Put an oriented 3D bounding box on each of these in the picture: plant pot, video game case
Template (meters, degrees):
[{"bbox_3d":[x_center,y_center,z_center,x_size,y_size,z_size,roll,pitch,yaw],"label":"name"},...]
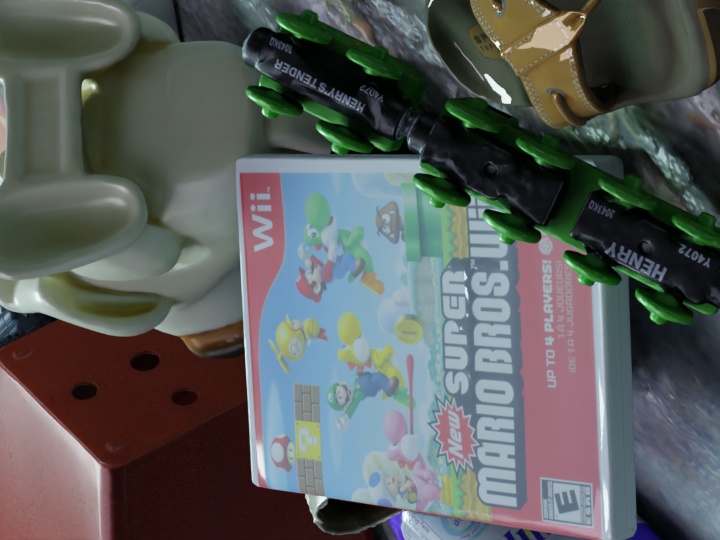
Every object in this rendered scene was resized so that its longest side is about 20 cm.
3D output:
[{"bbox_3d":[-0.120,0.120,1.349,0.200,0.199,0.177,38,143,40],"label":"plant pot"},{"bbox_3d":[0.025,0.026,0.896,0.199,0.017,0.144,3,98,45],"label":"video game case"}]

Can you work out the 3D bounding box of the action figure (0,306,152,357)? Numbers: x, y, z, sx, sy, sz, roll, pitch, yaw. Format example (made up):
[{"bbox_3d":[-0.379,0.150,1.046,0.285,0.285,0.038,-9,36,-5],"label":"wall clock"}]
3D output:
[{"bbox_3d":[-0.198,-0.009,1.416,0.194,0.104,0.200,53,-164,-16],"label":"action figure"}]

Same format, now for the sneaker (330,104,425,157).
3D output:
[{"bbox_3d":[0.000,0.000,0.988,0.076,0.087,0.200,44,158,27],"label":"sneaker"}]

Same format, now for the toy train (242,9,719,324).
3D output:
[{"bbox_3d":[0.048,-0.038,0.797,0.199,0.042,0.056,28,-166,15],"label":"toy train"}]

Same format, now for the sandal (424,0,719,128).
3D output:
[{"bbox_3d":[0.062,-0.081,0.755,0.081,0.054,0.200,58,161,-10],"label":"sandal"}]

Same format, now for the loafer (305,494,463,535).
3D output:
[{"bbox_3d":[0.041,0.070,0.958,0.200,0.075,0.069,-25,61,53],"label":"loafer"}]

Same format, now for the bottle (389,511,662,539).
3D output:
[{"bbox_3d":[0.097,0.142,1.002,0.200,0.083,0.065,42,163,34],"label":"bottle"}]

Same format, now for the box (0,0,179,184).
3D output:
[{"bbox_3d":[-0.176,-0.108,1.199,0.152,0.106,0.200,45,159,27],"label":"box"}]

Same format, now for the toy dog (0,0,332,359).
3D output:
[{"bbox_3d":[-0.090,-0.039,1.074,0.200,0.193,0.140,75,-179,-68],"label":"toy dog"}]
